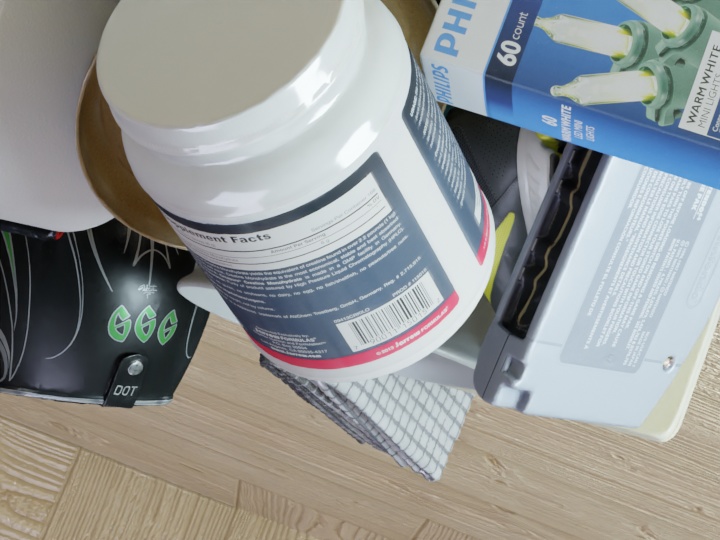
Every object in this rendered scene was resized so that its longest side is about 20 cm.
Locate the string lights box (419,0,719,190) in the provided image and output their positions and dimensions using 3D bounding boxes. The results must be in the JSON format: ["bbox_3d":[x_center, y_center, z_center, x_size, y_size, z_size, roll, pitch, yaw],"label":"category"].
[{"bbox_3d":[0.139,-0.106,1.015,0.199,0.103,0.059,18,167,11],"label":"string lights box"}]

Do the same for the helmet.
[{"bbox_3d":[-0.190,-0.010,1.465,0.199,0.191,0.200,6,-178,0],"label":"helmet"}]

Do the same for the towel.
[{"bbox_3d":[0.019,0.037,1.545,0.085,0.166,0.200,14,161,34],"label":"towel"}]

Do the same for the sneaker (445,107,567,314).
[{"bbox_3d":[0.090,-0.014,1.172,0.084,0.074,0.201,16,130,29],"label":"sneaker"}]

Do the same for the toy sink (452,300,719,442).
[{"bbox_3d":[0.122,0.016,1.401,0.199,0.131,0.112,15,163,26],"label":"toy sink"}]

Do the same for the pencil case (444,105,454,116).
[{"bbox_3d":[0.086,-0.070,1.234,0.199,0.093,0.085,17,-158,20],"label":"pencil case"}]

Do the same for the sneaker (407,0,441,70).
[{"bbox_3d":[0.005,-0.134,1.169,0.199,0.078,0.090,-5,151,36],"label":"sneaker"}]

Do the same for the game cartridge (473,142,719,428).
[{"bbox_3d":[0.145,-0.015,1.121,0.133,0.201,0.040,12,-164,-40],"label":"game cartridge"}]

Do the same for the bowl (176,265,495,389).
[{"bbox_3d":[0.000,0.000,1.254,0.200,0.091,0.201,16,171,3],"label":"bowl"}]

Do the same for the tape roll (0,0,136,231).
[{"bbox_3d":[-0.195,-0.130,1.143,0.202,0.203,0.139,5,174,45],"label":"tape roll"}]

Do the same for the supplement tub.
[{"bbox_3d":[-0.027,-0.052,1.017,0.140,0.141,0.200,11,150,32],"label":"supplement tub"}]

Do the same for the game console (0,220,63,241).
[{"bbox_3d":[-0.257,-0.122,1.368,0.199,0.178,0.031,13,-176,29],"label":"game console"}]

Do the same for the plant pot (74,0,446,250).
[{"bbox_3d":[-0.050,-0.092,1.090,0.200,0.200,0.028,37,-159,-44],"label":"plant pot"}]
